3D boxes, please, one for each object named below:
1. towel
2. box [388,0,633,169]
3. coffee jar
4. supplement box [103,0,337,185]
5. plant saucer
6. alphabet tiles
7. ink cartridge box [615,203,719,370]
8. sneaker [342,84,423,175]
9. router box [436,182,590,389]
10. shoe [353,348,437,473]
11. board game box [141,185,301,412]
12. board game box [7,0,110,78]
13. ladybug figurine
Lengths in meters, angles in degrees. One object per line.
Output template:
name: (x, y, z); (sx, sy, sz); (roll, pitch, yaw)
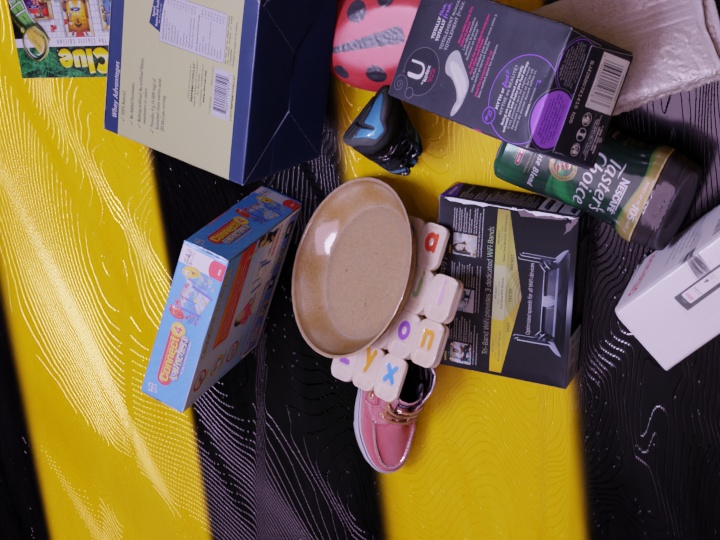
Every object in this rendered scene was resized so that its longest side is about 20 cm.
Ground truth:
towel: (0.257, -0.220, 1.599); (0.199, 0.034, 0.133); (-19, 68, 21)
box: (0.143, -0.189, 1.575); (0.199, 0.106, 0.123); (28, 101, 43)
coffee jar: (0.242, -0.103, 1.664); (0.199, 0.085, 0.105); (26, 109, 12)
supplement box: (-0.148, -0.224, 1.710); (0.199, 0.134, 0.201); (23, 118, 30)
plant saucer: (0.000, 0.000, 1.790); (0.200, 0.035, 0.202); (-20, 64, 45)
alphabet tiles: (0.033, 0.037, 1.779); (0.199, 0.015, 0.197); (20, 94, 51)
ink cartridge box: (0.363, -0.009, 1.615); (0.084, 0.146, 0.200); (48, 121, -3)
sneaker: (0.033, -0.141, 1.690); (0.082, 0.200, 0.073); (41, 97, -2)
router box: (0.162, 0.016, 1.766); (0.156, 0.052, 0.201); (11, 114, 20)
shoe: (0.039, 0.148, 1.839); (0.071, 0.091, 0.202); (-6, 109, -17)
board game box: (-0.154, 0.029, 1.827); (0.056, 0.196, 0.201); (26, 117, 12)
board game box: (-0.316, -0.273, 1.867); (0.199, 0.023, 0.106); (2, 112, 31)
ladybug figurine: (0.034, -0.249, 1.708); (0.199, 0.072, 0.137); (-14, 104, 28)
